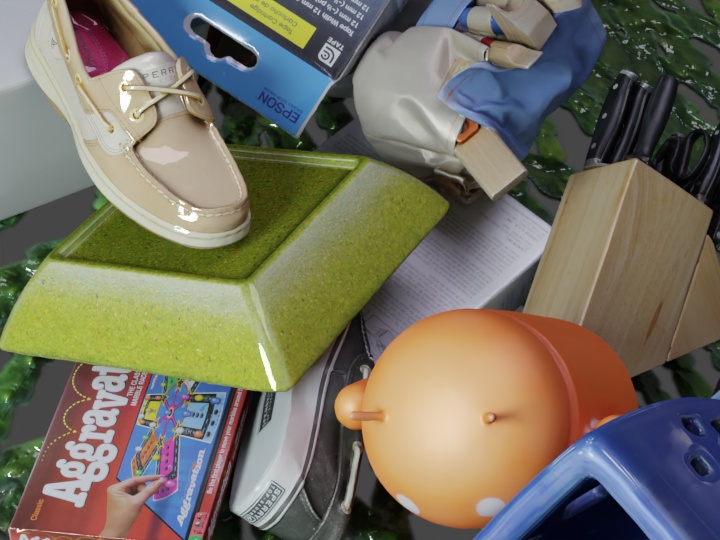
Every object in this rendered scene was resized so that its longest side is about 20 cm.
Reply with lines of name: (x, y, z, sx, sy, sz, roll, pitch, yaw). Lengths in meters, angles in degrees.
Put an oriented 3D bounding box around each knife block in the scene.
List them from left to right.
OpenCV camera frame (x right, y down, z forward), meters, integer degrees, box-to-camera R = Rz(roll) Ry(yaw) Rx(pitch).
knife block: (0.152, -0.027, 1.323, 0.200, 0.064, 0.176, -20, 93, -35)

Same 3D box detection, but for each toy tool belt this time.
toy tool belt: (0.097, -0.132, 1.333, 0.123, 0.125, 0.200, 20, 68, 42)

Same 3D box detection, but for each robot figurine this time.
robot figurine: (0.073, 0.079, 1.151, 0.144, 0.117, 0.200, 47, 16, 22)

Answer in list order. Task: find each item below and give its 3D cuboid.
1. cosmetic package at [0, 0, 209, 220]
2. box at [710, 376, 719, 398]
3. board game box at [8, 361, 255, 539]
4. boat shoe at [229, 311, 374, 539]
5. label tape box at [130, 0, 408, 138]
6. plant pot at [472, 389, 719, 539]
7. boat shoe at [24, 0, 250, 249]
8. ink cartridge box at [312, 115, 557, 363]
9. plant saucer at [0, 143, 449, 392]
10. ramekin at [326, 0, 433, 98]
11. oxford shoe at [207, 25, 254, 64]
cosmetic package: (-0.198, -0.106, 1.341, 0.200, 0.113, 0.081, -22, 52, -39)
box: (0.302, 0.096, 1.276, 0.200, 0.100, 0.075, -1, 42, -21)
board game box: (-0.115, 0.082, 1.199, 0.103, 0.019, 0.200, 3, 38, 9)
boat shoe: (-0.022, 0.077, 1.220, 0.064, 0.071, 0.200, 33, 40, -16)
label tape box: (-0.039, -0.198, 1.343, 0.143, 0.200, 0.066, 33, -1, 6)
plant pot: (0.163, 0.173, 1.038, 0.180, 0.200, 0.200, -26, 72, -46)
boat shoe: (-0.125, -0.095, 1.220, 0.074, 0.069, 0.200, -19, 54, -35)
ink cartridge box: (0.000, 0.000, 1.348, 0.163, 0.057, 0.200, 38, 65, 25)
plant saucer: (-0.081, -0.016, 1.250, 0.200, 0.048, 0.200, 7, 35, 30)
ramekin: (0.013, -0.207, 1.469, 0.098, 0.201, 0.201, -3, 42, -9)
oxford shoe: (-0.159, -0.174, 1.486, 0.200, 0.071, 0.075, 15, 9, 5)
